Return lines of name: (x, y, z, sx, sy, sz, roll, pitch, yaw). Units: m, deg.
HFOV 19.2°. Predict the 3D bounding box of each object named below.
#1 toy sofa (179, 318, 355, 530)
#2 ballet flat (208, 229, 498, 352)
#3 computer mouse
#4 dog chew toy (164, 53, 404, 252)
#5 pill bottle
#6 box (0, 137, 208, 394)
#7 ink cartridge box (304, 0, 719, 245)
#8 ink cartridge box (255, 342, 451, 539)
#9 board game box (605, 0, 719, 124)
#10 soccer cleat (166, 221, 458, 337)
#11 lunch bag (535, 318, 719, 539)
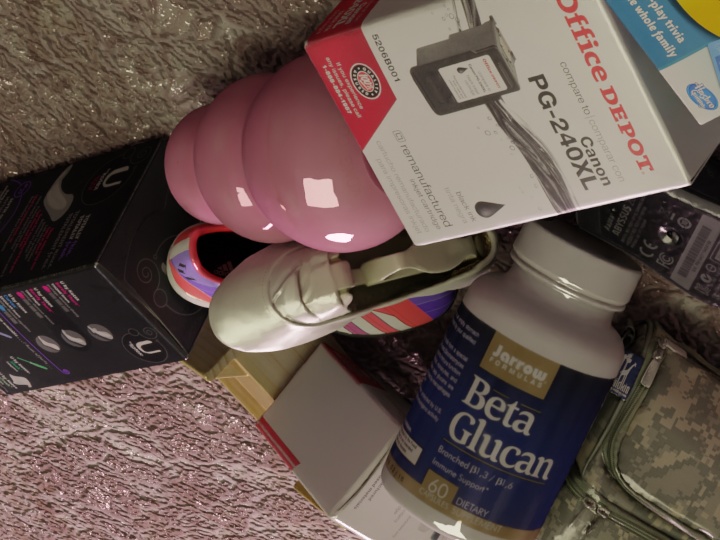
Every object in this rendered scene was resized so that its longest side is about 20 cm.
toy sofa: (-0.048, 0.091, 1.588, 0.200, 0.098, 0.083, 49, 168, -33)
ballet flat: (0.000, 0.000, 1.359, 0.199, 0.070, 0.070, -15, 151, -19)
computer mouse: (0.183, -0.050, 1.287, 0.199, 0.053, 0.139, 33, 145, 5)
dog chew toy: (-0.046, -0.071, 1.333, 0.199, 0.125, 0.125, -3, 138, 46)
pill bottle: (0.101, 0.070, 1.360, 0.110, 0.111, 0.201, 24, 101, -5)
box: (-0.198, 0.000, 1.506, 0.199, 0.123, 0.106, -12, 132, 41)
ink cartridge box: (0.091, -0.109, 1.188, 0.199, 0.083, 0.146, -13, 116, 41)
ink cartridge box: (0.042, 0.155, 1.522, 0.200, 0.085, 0.146, 37, -176, -35)
board game box: (0.212, -0.178, 1.040, 0.199, 0.047, 0.151, -28, 123, 26)
soccer cleat: (-0.029, 0.002, 1.415, 0.198, 0.069, 0.073, 7, 169, -8)
lunch bag: (0.217, 0.143, 1.443, 0.199, 0.139, 0.168, 31, 105, -13)
